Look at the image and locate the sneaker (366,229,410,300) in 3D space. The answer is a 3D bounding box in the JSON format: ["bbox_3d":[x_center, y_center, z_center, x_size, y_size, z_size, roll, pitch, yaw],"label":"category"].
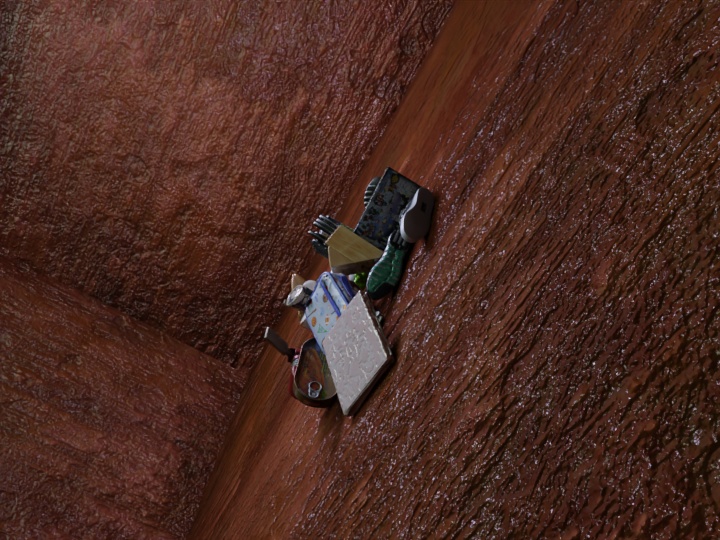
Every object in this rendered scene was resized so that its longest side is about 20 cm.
[{"bbox_3d":[0.073,-0.001,1.354,0.202,0.073,0.088,-60,-10,-23],"label":"sneaker"}]

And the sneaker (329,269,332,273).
[{"bbox_3d":[-0.072,0.059,1.584,0.201,0.075,0.090,104,169,-58],"label":"sneaker"}]

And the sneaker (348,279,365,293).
[{"bbox_3d":[-0.010,0.090,1.408,0.076,0.088,0.202,-61,32,28],"label":"sneaker"}]

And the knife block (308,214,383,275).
[{"bbox_3d":[-0.038,-0.078,1.448,0.064,0.195,0.179,68,-167,-62],"label":"knife block"}]

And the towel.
[{"bbox_3d":[-0.010,0.177,1.161,0.192,0.032,0.202,-55,38,30],"label":"towel"}]

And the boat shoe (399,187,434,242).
[{"bbox_3d":[0.129,-0.127,1.322,0.068,0.073,0.202,-46,19,42],"label":"boat shoe"}]

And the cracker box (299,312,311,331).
[{"bbox_3d":[-0.084,0.136,1.550,0.200,0.132,0.059,-44,20,58],"label":"cracker box"}]

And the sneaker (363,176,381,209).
[{"bbox_3d":[0.064,-0.194,1.635,0.091,0.076,0.204,-52,-37,-51],"label":"sneaker"}]

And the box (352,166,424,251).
[{"bbox_3d":[0.083,-0.156,1.448,0.203,0.135,0.040,-62,7,4],"label":"box"}]

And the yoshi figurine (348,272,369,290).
[{"bbox_3d":[-0.015,-0.002,1.537,0.113,0.111,0.202,-57,-8,-46],"label":"yoshi figurine"}]

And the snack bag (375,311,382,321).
[{"bbox_3d":[-0.009,0.194,1.352,0.192,0.021,0.200,-64,7,-10],"label":"snack bag"}]

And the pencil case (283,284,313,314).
[{"bbox_3d":[-0.142,0.122,1.684,0.090,0.198,0.078,-49,27,12],"label":"pencil case"}]

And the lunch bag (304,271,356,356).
[{"bbox_3d":[-0.062,0.104,1.327,0.201,0.074,0.162,55,127,39],"label":"lunch bag"}]

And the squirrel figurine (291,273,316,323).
[{"bbox_3d":[-0.161,0.134,1.859,0.188,0.138,0.204,82,-173,-59],"label":"squirrel figurine"}]

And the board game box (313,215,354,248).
[{"bbox_3d":[-0.040,-0.078,1.686,0.035,0.197,0.128,-53,13,46],"label":"board game box"}]

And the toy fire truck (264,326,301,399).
[{"bbox_3d":[-0.161,0.241,1.392,0.177,0.195,0.131,-90,12,-63],"label":"toy fire truck"}]

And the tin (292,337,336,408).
[{"bbox_3d":[-0.100,0.245,1.297,0.202,0.109,0.043,-80,2,-54],"label":"tin"}]
